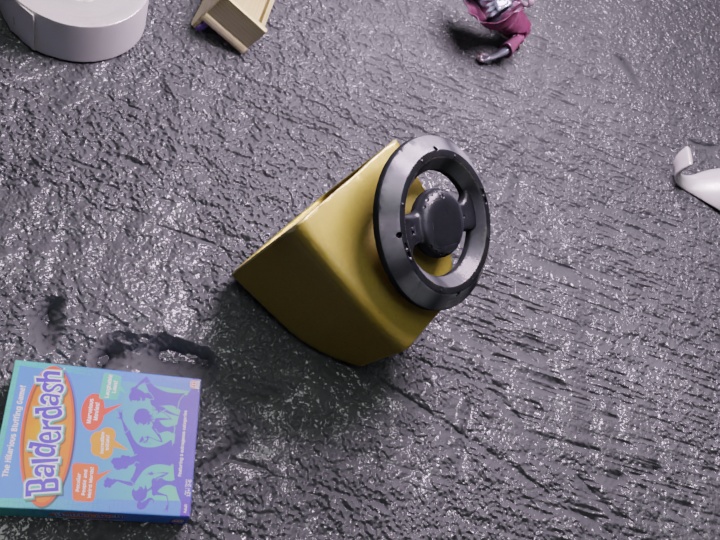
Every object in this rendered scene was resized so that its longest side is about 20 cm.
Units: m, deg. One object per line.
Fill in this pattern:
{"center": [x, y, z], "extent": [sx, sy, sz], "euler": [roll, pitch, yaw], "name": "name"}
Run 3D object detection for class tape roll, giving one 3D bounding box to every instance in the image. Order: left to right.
{"center": [-0.395, -0.388, 1.063], "extent": [0.200, 0.071, 0.205], "euler": [10, 60, -18], "name": "tape roll"}

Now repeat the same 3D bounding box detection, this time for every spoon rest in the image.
{"center": [0.632, -0.158, 1.387], "extent": [0.198, 0.060, 0.101], "euler": [22, 57, -27], "name": "spoon rest"}

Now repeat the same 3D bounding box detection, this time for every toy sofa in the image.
{"center": [-0.178, -0.432, 1.183], "extent": [0.083, 0.097, 0.202], "euler": [35, 51, -31], "name": "toy sofa"}

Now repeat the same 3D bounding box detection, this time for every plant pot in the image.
{"center": [0.000, 0.000, 0.953], "extent": [0.201, 0.194, 0.196], "euler": [51, 55, -8], "name": "plant pot"}

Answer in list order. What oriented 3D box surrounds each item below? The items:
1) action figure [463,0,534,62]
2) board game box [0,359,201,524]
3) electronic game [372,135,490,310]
{"center": [0.250, -0.445, 1.319], "extent": [0.199, 0.148, 0.136], "euler": [12, 62, -54], "name": "action figure"}
{"center": [-0.276, 0.183, 0.815], "extent": [0.197, 0.045, 0.154], "euler": [8, 60, -18], "name": "board game box"}
{"center": [0.087, -0.055, 0.891], "extent": [0.198, 0.041, 0.203], "euler": [3, 86, -44], "name": "electronic game"}
